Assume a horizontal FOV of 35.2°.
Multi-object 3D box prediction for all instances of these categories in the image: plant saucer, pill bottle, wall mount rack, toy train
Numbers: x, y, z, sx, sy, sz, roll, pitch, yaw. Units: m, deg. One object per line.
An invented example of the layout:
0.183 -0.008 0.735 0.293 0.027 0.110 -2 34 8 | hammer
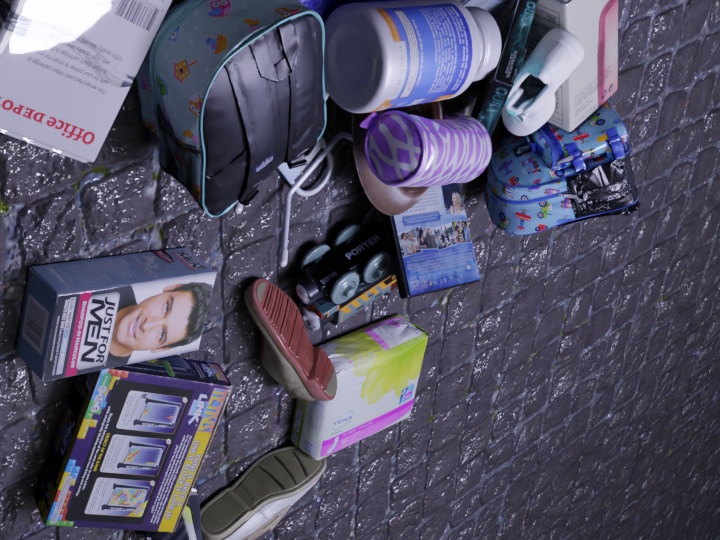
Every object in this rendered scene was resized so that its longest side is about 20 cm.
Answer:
0.052 -0.166 1.334 0.199 0.032 0.204 -14 107 -59 | plant saucer
0.060 -0.236 1.225 0.198 0.112 0.114 -15 129 -41 | pill bottle
-0.078 -0.115 1.253 0.175 0.074 0.200 -51 144 -10 | wall mount rack
0.000 0.000 1.439 0.199 0.085 0.115 -34 149 -27 | toy train

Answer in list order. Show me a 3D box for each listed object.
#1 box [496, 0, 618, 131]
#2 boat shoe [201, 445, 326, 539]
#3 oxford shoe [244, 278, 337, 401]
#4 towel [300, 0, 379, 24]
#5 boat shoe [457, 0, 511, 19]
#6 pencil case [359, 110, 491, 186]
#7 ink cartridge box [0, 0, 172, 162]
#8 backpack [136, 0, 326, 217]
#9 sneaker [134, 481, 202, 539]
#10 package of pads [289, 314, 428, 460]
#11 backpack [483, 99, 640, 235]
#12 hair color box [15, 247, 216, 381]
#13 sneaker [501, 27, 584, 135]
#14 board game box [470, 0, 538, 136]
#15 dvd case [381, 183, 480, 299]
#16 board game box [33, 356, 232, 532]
0.249 -0.304 1.447 0.109 0.127 0.202 -39 142 -23 | box
-0.133 0.309 1.538 0.198 0.075 0.069 -28 143 -23 | boat shoe
-0.101 0.095 1.401 0.202 0.073 0.071 61 30 -32 | oxford shoe
-0.006 -0.315 1.202 0.198 0.049 0.150 -15 127 -43 | towel
0.135 -0.345 1.330 0.074 0.087 0.202 -16 158 -47 | boat shoe
0.078 -0.139 1.271 0.083 0.086 0.199 -36 169 25 | pencil case
-0.254 -0.212 0.960 0.144 0.084 0.202 18 102 -54 | ink cartridge box
-0.121 -0.182 1.075 0.175 0.153 0.201 -35 161 -25 | backpack
-0.245 0.317 1.429 0.081 0.072 0.203 -10 128 -15 | sneaker
0.001 0.157 1.571 0.198 0.068 0.157 -20 132 -40 | package of pads
0.258 -0.143 1.541 0.197 0.184 0.136 -18 127 6 | backpack
-0.252 0.042 1.186 0.198 0.060 0.101 -10 125 -47 | hair color box
0.204 -0.215 1.404 0.089 0.075 0.201 -51 173 -24 | sneaker
0.164 -0.222 1.382 0.201 0.028 0.137 109 0 -63 | board game box
0.080 -0.074 1.419 0.141 0.017 0.204 -11 88 -44 | dvd case
-0.254 0.191 1.272 0.163 0.057 0.203 13 108 -37 | board game box
